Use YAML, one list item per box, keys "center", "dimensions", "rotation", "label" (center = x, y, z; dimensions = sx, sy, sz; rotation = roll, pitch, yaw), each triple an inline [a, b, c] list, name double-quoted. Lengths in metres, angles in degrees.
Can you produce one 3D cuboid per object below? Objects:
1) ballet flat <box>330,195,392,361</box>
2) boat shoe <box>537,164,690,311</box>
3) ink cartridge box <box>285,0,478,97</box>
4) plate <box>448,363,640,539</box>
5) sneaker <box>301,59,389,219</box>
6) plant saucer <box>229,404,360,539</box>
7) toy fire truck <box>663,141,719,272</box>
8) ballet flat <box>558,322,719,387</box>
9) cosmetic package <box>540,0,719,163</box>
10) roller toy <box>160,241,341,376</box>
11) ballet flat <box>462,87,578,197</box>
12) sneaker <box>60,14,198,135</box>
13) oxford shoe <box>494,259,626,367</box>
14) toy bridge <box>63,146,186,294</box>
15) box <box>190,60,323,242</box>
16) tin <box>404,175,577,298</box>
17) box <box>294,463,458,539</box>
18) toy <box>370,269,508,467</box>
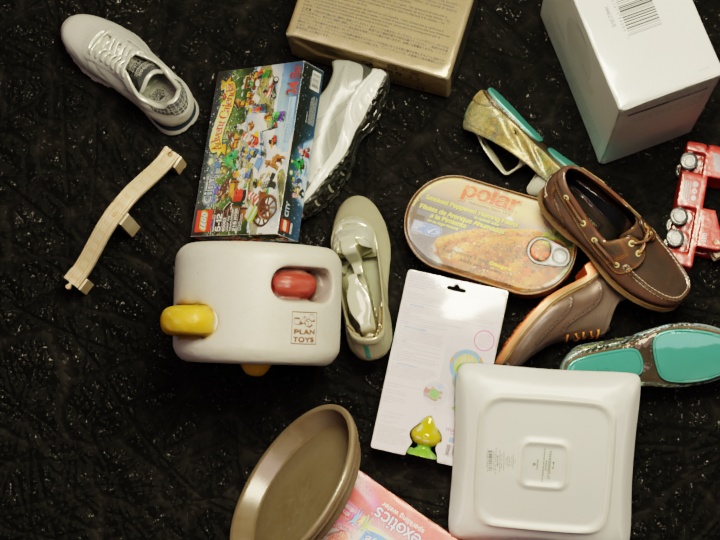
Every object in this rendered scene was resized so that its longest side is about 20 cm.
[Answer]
- center: [0.000, 0.000, 1.676]
  dimensions: [0.069, 0.070, 0.202]
  rotation: [-10, 68, 2]
  label: "ballet flat"
- center: [0.279, -0.035, 1.624]
  dimensions: [0.200, 0.070, 0.071]
  rotation: [39, 62, 0]
  label: "boat shoe"
- center: [0.032, -0.311, 1.750]
  dimensions: [0.198, 0.075, 0.166]
  rotation: [17, 79, 8]
  label: "ink cartridge box"
- center: [0.197, 0.205, 1.617]
  dimensions: [0.198, 0.032, 0.201]
  rotation: [4, 101, 6]
  label: "plate"
- center: [-0.040, -0.149, 1.721]
  dimensions: [0.079, 0.074, 0.201]
  rotation: [26, 84, 11]
  label: "sneaker"
- center: [-0.066, 0.235, 1.601]
  dimensions: [0.029, 0.200, 0.201]
  rotation: [37, 82, -24]
  label: "plant saucer"
- center: [0.411, -0.037, 1.679]
  dimensions: [0.140, 0.049, 0.202]
  rotation: [12, 79, 6]
  label: "toy fire truck"
- center: [0.314, 0.096, 1.649]
  dimensions: [0.198, 0.074, 0.075]
  rotation: [-5, 78, 0]
  label: "ballet flat"
- center: [0.292, -0.252, 1.655]
  dimensions: [0.122, 0.200, 0.201]
  rotation: [-19, 78, -3]
  label: "cosmetic package"
- center: [-0.112, 0.044, 1.625]
  dimensions: [0.181, 0.200, 0.141]
  rotation: [1, 86, 7]
  label: "roller toy"
- center: [0.196, -0.124, 1.710]
  dimensions: [0.200, 0.071, 0.071]
  rotation: [42, 84, 10]
  label: "ballet flat"
- center: [-0.272, -0.243, 1.756]
  dimensions: [0.199, 0.081, 0.077]
  rotation: [36, 84, 12]
  label: "sneaker"
- center: [0.236, 0.053, 1.663]
  dimensions: [0.200, 0.071, 0.073]
  rotation: [-40, 82, -5]
  label: "oxford shoe"
- center: [-0.274, -0.058, 1.724]
  dimensions: [0.027, 0.067, 0.201]
  rotation: [35, 82, 10]
  label: "toy bridge"
- center: [-0.118, -0.132, 1.708]
  dimensions: [0.136, 0.038, 0.202]
  rotation: [-1, 76, 39]
  label: "box"
- center: [0.147, -0.038, 1.700]
  dimensions: [0.199, 0.042, 0.113]
  rotation: [18, 84, 12]
  label: "tin"
- center: [0.040, 0.305, 1.611]
  dimensions: [0.199, 0.095, 0.103]
  rotation: [33, 82, 10]
  label: "box"
- center: [0.088, 0.111, 1.673]
  dimensions: [0.114, 0.047, 0.202]
  rotation: [12, 83, 3]
  label: "toy"
